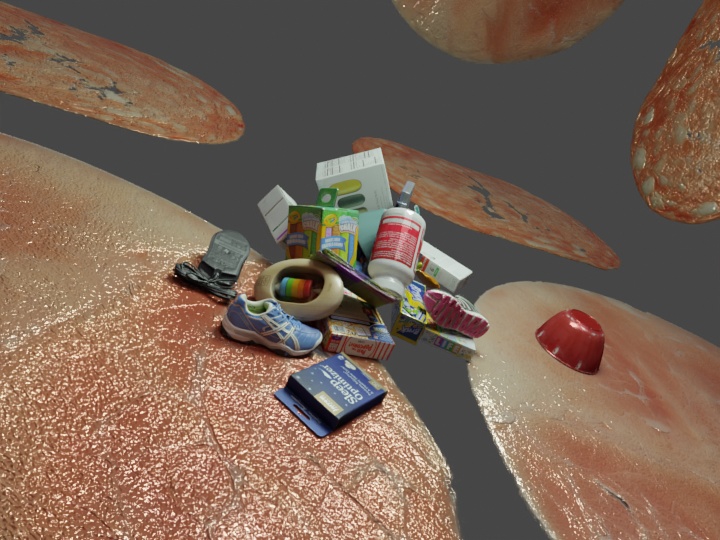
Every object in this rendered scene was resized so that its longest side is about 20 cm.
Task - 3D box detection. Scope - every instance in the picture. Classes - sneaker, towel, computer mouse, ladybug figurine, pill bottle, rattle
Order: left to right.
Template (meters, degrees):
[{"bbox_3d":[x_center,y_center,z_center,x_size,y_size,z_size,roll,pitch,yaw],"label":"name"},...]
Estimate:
[{"bbox_3d":[-0.296,-0.012,1.315,0.137,0.053,0.201,26,36,-5],"label":"computer mouse"},{"bbox_3d":[-0.157,0.103,1.178,0.197,0.078,0.076,16,23,-26],"label":"sneaker"},{"bbox_3d":[-0.123,0.046,1.275,0.196,0.072,0.138,8,61,19],"label":"ladybug figurine"},{"bbox_3d":[-0.018,0.018,1.316,0.198,0.023,0.143,34,-14,-10],"label":"towel"},{"bbox_3d":[0.000,0.000,1.575,0.078,0.076,0.201,33,28,-14],"label":"sneaker"},{"bbox_3d":[0.080,-0.033,1.457,0.110,0.112,0.203,20,65,-10],"label":"pill bottle"},{"bbox_3d":[0.176,-0.067,1.735,0.140,0.131,0.203,15,53,0],"label":"rattle"},{"bbox_3d":[0.215,0.091,1.487,0.198,0.074,0.088,27,16,-28],"label":"sneaker"}]

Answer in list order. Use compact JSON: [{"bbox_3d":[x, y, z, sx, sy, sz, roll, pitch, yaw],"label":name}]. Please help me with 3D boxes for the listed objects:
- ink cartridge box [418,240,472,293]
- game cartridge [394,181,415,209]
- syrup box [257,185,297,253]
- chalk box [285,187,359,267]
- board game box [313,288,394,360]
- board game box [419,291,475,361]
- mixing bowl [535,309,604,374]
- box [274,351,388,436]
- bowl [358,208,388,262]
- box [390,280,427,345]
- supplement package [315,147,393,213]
[{"bbox_3d":[0.220,-0.018,1.841,0.198,0.051,0.108,34,25,19],"label":"ink cartridge box"},{"bbox_3d":[0.107,-0.145,1.796,0.038,0.203,0.130,19,23,9],"label":"game cartridge"},{"bbox_3d":[-0.185,-0.121,1.573,0.079,0.081,0.201,42,10,-40],"label":"syrup box"},{"bbox_3d":[-0.087,-0.088,1.445,0.123,0.205,0.123,7,6,44],"label":"chalk box"},{"bbox_3d":[-0.028,0.102,1.347,0.149,0.047,0.201,14,27,-25],"label":"board game box"},{"bbox_3d":[0.206,0.131,1.540,0.132,0.035,0.201,23,24,-8],"label":"board game box"},{"bbox_3d":[0.598,0.180,1.746,0.197,0.110,0.201,21,25,-10],"label":"mixing bowl"},{"bbox_3d":[-0.048,0.215,1.118,0.120,0.033,0.199,37,27,23],"label":"box"},{"bbox_3d":[0.064,-0.078,1.617,0.203,0.104,0.201,57,12,-18],"label":"bowl"},{"bbox_3d":[0.114,0.090,1.494,0.069,0.065,0.201,23,24,-6],"label":"box"},{"bbox_3d":[-0.016,-0.240,1.822,0.196,0.154,0.151,-13,27,4],"label":"supplement package"}]
